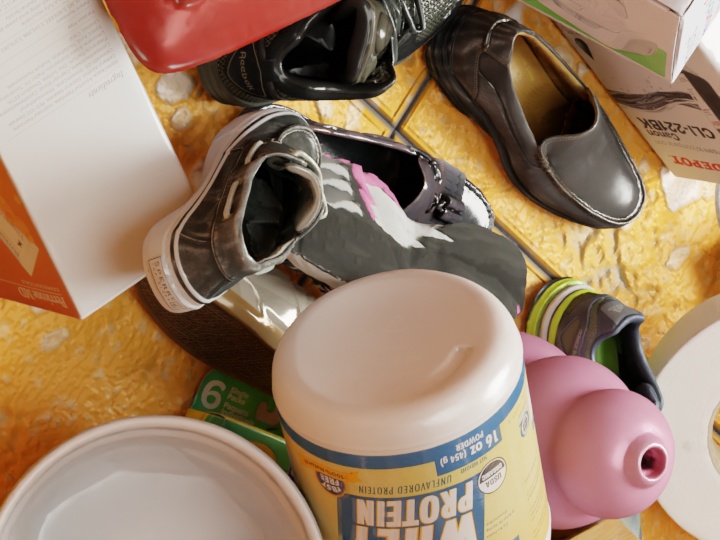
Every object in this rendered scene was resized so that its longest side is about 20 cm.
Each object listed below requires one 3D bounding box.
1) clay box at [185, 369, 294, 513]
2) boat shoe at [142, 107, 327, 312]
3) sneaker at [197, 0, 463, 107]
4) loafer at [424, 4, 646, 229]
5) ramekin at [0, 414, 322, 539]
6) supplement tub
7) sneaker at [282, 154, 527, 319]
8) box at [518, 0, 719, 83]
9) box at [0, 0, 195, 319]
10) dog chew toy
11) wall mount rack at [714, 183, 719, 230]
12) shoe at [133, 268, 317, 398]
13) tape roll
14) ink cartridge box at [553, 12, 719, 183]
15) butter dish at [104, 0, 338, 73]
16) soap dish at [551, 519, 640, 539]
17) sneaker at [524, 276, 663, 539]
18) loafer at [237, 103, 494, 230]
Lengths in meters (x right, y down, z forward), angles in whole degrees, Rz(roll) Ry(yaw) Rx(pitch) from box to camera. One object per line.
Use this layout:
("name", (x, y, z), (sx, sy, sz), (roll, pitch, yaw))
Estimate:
("clay box", (-0.074, 0.171, 1.736), (0.115, 0.048, 0.201), (23, 84, -35))
("boat shoe", (-0.051, -0.035, 1.567), (0.072, 0.071, 0.200), (66, 26, -21))
("sneaker", (0.010, -0.147, 1.711), (0.199, 0.114, 0.077), (-23, 110, -35))
("loafer", (0.124, -0.091, 1.824), (0.200, 0.072, 0.073), (40, 73, -33))
("ramekin", (-0.119, 0.183, 1.631), (0.199, 0.105, 0.201), (0, 86, -6))
("supplement tub", (0.034, 0.117, 1.650), (0.144, 0.144, 0.201), (-34, 132, -27))
("sneaker", (0.000, 0.000, 1.717), (0.199, 0.086, 0.081), (26, 55, -29))
("box", (0.146, -0.242, 1.698), (0.177, 0.199, 0.097), (-57, 166, -17))
("box", (-0.188, -0.088, 1.571), (0.097, 0.124, 0.201), (-36, 115, -25))
("dog chew toy", (0.117, 0.104, 1.767), (0.124, 0.200, 0.125), (-4, 97, -33))
("wall mount rack", (0.322, -0.005, 1.978), (0.174, 0.074, 0.201), (-53, 126, -44))
("shoe", (-0.056, 0.035, 1.721), (0.200, 0.070, 0.054), (37, 54, -29))
("tape roll", (0.283, 0.101, 1.917), (0.202, 0.037, 0.204), (0, 117, 0))
("ink cartridge box", (0.219, -0.146, 1.839), (0.084, 0.144, 0.200), (-52, 121, -16))
("butter dish", (-0.089, -0.226, 1.582), (0.199, 0.148, 0.200), (-27, 98, -19))
("soap dish", (0.078, 0.225, 1.793), (0.199, 0.157, 0.082), (-25, 94, -30))
("sneaker", (0.158, 0.107, 1.870), (0.074, 0.081, 0.201), (-19, 107, -31))
("loafer", (0.011, -0.049, 1.754), (0.199, 0.063, 0.072), (20, 83, -35))
